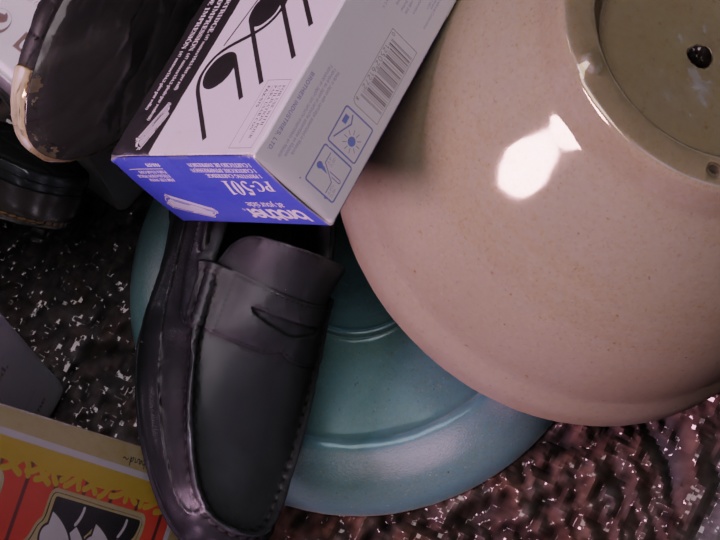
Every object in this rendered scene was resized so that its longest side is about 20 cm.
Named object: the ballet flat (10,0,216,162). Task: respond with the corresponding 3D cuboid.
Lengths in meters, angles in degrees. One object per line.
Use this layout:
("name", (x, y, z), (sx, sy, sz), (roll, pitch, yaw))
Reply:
("ballet flat", (-0.080, -0.128, 0.755), (0.057, 0.066, 0.200), (6, 65, 49))

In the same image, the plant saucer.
("plant saucer", (0.000, 0.000, 0.810), (0.199, 0.027, 0.201), (-2, 69, 6))

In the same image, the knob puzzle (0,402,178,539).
("knob puzzle", (-0.139, 0.148, 0.686), (0.030, 0.220, 0.220), (13, 70, 38))

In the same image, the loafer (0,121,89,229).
("loafer", (-0.194, -0.035, 0.813), (0.200, 0.073, 0.073), (14, 94, 35))

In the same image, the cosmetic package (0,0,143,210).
("cosmetic package", (-0.068, -0.132, 0.828), (0.074, 0.102, 0.200), (40, 80, 17))

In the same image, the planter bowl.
("planter bowl", (0.105, -0.057, 0.725), (0.200, 0.135, 0.201), (7, 67, -17))

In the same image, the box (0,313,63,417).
("box", (-0.257, 0.068, 0.737), (0.198, 0.171, 0.200), (22, 74, 14))

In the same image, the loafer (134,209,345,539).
("loafer", (-0.042, 0.008, 0.753), (0.070, 0.068, 0.201), (-21, 58, 47))

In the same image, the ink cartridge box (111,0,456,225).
("ink cartridge box", (-0.006, -0.110, 0.722), (0.094, 0.044, 0.200), (4, 60, 52))
